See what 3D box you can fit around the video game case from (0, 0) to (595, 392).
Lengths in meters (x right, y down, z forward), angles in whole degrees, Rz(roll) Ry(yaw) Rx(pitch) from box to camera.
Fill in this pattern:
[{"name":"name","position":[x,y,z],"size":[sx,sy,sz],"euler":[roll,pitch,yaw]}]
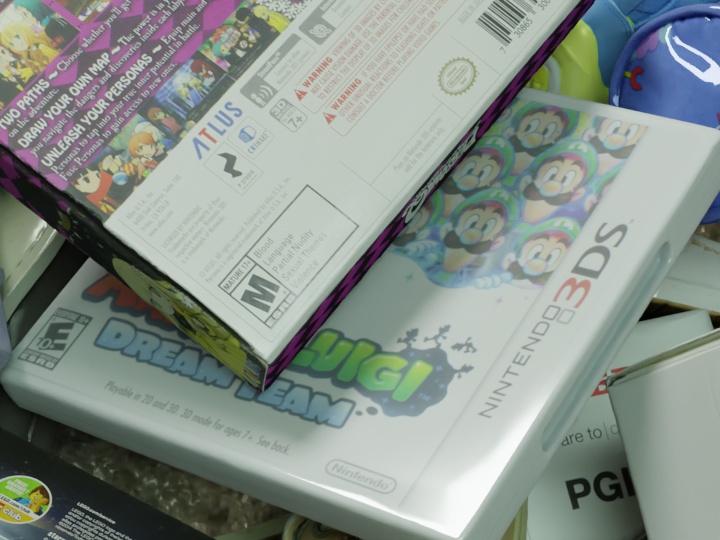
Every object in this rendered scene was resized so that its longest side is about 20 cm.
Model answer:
[{"name":"video game case","position":[-0.041,-0.088,0.697],"size":[0.181,0.036,0.200],"euler":[37,67,8]}]

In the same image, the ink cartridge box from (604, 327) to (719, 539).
[{"name":"ink cartridge box","position":[0.183,0.095,0.703],"size":[0.199,0.087,0.146],"euler":[8,63,-54]}]

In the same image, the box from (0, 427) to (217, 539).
[{"name":"box","position":[-0.118,0.107,0.621],"size":[0.199,0.138,0.040],"euler":[25,41,18]}]

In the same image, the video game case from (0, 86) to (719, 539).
[{"name":"video game case","position":[0.000,0.000,0.702],"size":[0.199,0.024,0.182],"euler":[16,56,34]}]

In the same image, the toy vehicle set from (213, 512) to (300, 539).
[{"name":"toy vehicle set","position":[-0.094,0.175,0.718],"size":[0.199,0.027,0.125],"euler":[-15,76,-26]}]

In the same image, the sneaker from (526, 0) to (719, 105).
[{"name":"sneaker","position":[0.135,-0.126,0.808],"size":[0.076,0.105,0.200],"euler":[46,45,-1]}]

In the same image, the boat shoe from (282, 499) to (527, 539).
[{"name":"boat shoe","position":[-0.001,0.129,0.676],"size":[0.073,0.063,0.201],"euler":[17,86,26]}]

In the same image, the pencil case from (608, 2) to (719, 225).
[{"name":"pencil case","position":[0.170,-0.050,0.786],"size":[0.199,0.087,0.079],"euler":[6,57,-53]}]

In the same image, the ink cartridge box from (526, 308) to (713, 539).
[{"name":"ink cartridge box","position":[0.081,0.129,0.754],"size":[0.146,0.083,0.201],"euler":[-12,75,-13]}]

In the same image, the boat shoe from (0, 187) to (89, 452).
[{"name":"boat shoe","position":[-0.136,0.029,0.762],"size":[0.071,0.061,0.202],"euler":[-2,56,35]}]

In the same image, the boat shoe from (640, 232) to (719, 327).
[{"name":"boat shoe","position":[0.094,-0.021,0.798],"size":[0.198,0.071,0.070],"euler":[13,82,-18]}]

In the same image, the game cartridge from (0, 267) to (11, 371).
[{"name":"game cartridge","position":[-0.194,-0.057,0.720],"size":[0.129,0.038,0.201],"euler":[27,34,-43]}]
